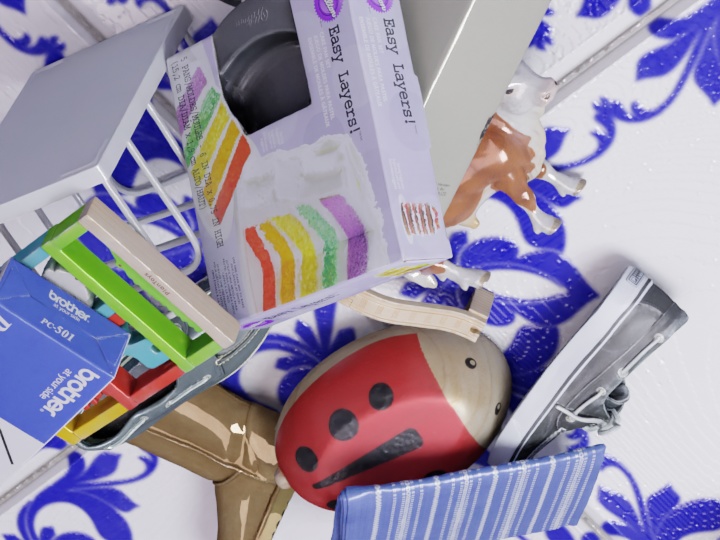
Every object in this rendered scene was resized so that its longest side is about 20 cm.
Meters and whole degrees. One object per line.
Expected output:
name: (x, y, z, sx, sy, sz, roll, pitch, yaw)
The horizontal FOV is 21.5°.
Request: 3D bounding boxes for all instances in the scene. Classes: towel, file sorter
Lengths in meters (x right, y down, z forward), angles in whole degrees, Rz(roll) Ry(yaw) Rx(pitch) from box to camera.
towel: (0.076, 0.174, 1.416, 0.199, 0.024, 0.145, -10, 153, -8)
file sorter: (-0.172, -0.060, 1.302, 0.138, 0.200, 0.125, -18, 121, 26)

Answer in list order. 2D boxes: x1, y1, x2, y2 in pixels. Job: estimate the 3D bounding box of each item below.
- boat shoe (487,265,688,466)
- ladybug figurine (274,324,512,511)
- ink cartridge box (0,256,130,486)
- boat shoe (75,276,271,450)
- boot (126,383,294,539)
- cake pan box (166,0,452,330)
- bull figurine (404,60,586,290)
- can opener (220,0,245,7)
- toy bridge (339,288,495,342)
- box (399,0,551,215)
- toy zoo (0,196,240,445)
boat shoe: (0.166, 0.087, 1.381, 0.068, 0.074, 0.200, 38, 116, 6)
ladybug figurine: (0.022, 0.119, 1.418, 0.199, 0.072, 0.136, -32, 109, 14)
ink cartridge box: (-0.245, 0.081, 1.250, 0.094, 0.044, 0.200, 35, 129, -18)
boat shoe: (-0.139, 0.070, 1.426, 0.200, 0.062, 0.073, -37, 98, 8)
boot: (-0.148, 0.145, 1.517, 0.199, 0.066, 0.176, 25, 114, -3)
cake pan box: (-0.037, -0.078, 1.214, 0.184, 0.052, 0.201, -18, 79, 42)
bull figurine: (0.078, -0.065, 1.307, 0.121, 0.065, 0.200, 44, 123, -15)
can opener: (-0.045, -0.172, 1.288, 0.200, 0.053, 0.066, 45, 158, -13)
toy bridge: (0.000, 0.000, 1.372, 0.199, 0.067, 0.027, 27, 126, -4)
box: (0.049, -0.134, 1.220, 0.068, 0.082, 0.201, 7, 120, -41)
toy zoo: (-0.192, 0.044, 1.248, 0.200, 0.021, 0.131, -33, 116, 34)
